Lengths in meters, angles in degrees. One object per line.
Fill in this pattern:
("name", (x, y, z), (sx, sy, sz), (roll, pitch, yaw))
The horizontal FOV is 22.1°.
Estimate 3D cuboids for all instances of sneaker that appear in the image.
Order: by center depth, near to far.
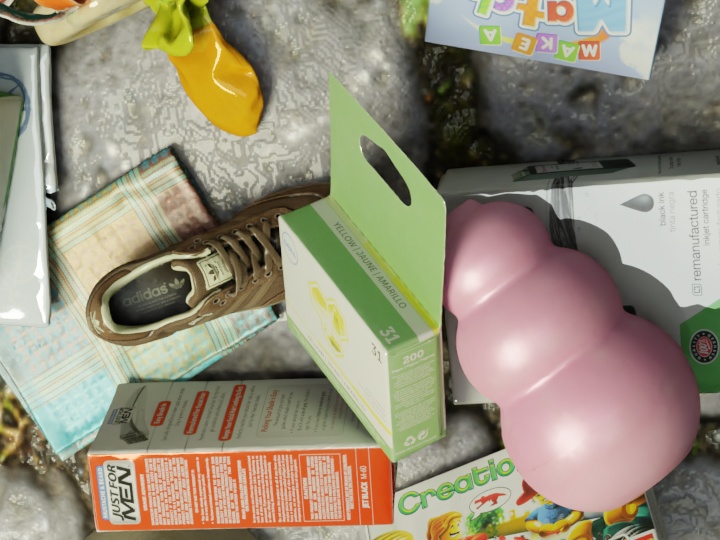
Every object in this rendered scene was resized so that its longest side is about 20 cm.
("sneaker", (-0.088, 0.003, 1.225), (0.198, 0.076, 0.071), (-25, 97, -1))

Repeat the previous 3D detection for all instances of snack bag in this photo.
("snack bag", (-0.297, -0.056, 1.279), (0.186, 0.021, 0.202), (-1, 99, 12))

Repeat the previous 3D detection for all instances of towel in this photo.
("towel", (-0.174, 0.026, 1.289), (0.199, 0.022, 0.147), (-32, 97, 14))

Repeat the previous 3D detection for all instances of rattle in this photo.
("rattle", (-0.146, -0.133, 1.153), (0.129, 0.200, 0.144), (-7, 102, 10))

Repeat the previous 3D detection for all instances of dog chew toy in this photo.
("dog chew toy", (0.115, 0.045, 1.114), (0.124, 0.125, 0.201), (-37, 90, 15))

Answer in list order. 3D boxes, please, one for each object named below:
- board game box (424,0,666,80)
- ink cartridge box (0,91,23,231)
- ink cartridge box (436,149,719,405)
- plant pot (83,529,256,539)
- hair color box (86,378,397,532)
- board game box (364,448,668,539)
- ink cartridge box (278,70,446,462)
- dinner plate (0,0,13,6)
("board game box", (0.124, -0.223, 1.140), (0.150, 0.037, 0.202), (10, 128, 6))
("ink cartridge box", (-0.340, -0.067, 1.231), (0.198, 0.087, 0.147), (13, 101, 8))
("ink cartridge box", (0.152, 0.005, 1.201), (0.198, 0.084, 0.148), (-4, 104, 10))
("plant pot", (-0.151, 0.289, 1.259), (0.199, 0.177, 0.200), (-39, 93, 19))
("hair color box", (-0.074, 0.122, 1.240), (0.198, 0.111, 0.065), (-1, 111, 5))
("board game box", (0.102, 0.181, 1.234), (0.198, 0.127, 0.035), (-24, 135, 13))
("ink cartridge box", (0.000, 0.000, 1.141), (0.048, 0.146, 0.201), (-23, 138, -19))
("dinner plate", (-0.301, -0.230, 1.221), (0.198, 0.024, 0.203), (-1, 81, 9))
